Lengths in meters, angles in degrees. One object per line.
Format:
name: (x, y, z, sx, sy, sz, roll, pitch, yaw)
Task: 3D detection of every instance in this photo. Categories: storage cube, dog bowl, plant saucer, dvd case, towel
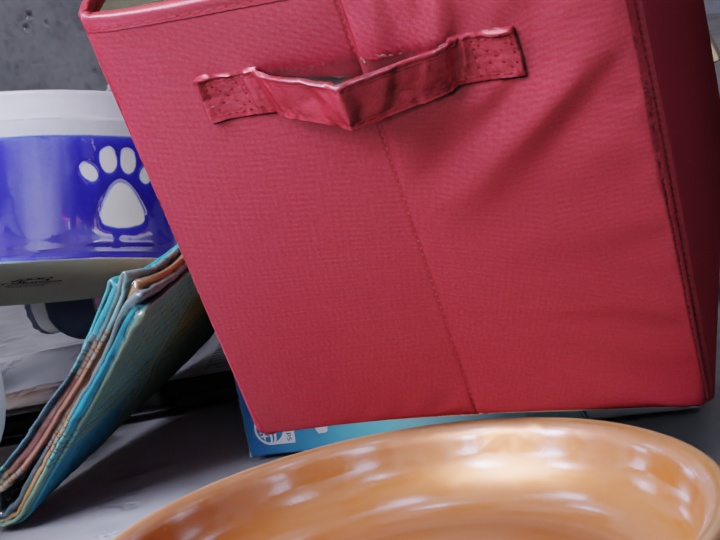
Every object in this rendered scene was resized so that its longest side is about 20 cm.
storage cube: (0.031, -0.067, 0.553, 0.170, 0.180, 0.201, -6, 37, 19)
dog bowl: (-0.171, -0.031, 0.791, 0.199, 0.079, 0.200, -6, -5, -1)
plant saucer: (0.012, 0.093, 0.463, 0.199, 0.038, 0.200, -10, 11, 2)
dvd case: (-0.133, 0.057, 0.849, 0.199, 0.018, 0.143, -10, 10, 5)
towel: (-0.086, 0.020, 0.698, 0.147, 0.022, 0.200, -55, -3, 31)

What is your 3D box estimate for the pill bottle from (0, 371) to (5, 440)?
pill bottle: (-0.240, 0.074, 0.624, 0.112, 0.113, 0.200, -6, 12, 26)

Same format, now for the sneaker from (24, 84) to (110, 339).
sneaker: (-0.128, -0.047, 0.944, 0.082, 0.201, 0.070, 5, -24, 29)

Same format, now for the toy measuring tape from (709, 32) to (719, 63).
toy measuring tape: (0.108, -0.085, 0.866, 0.199, 0.074, 0.073, -26, 16, -23)

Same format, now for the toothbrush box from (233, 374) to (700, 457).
toothbrush box: (0.054, 0.012, 0.708, 0.199, 0.086, 0.146, -7, 12, 17)
